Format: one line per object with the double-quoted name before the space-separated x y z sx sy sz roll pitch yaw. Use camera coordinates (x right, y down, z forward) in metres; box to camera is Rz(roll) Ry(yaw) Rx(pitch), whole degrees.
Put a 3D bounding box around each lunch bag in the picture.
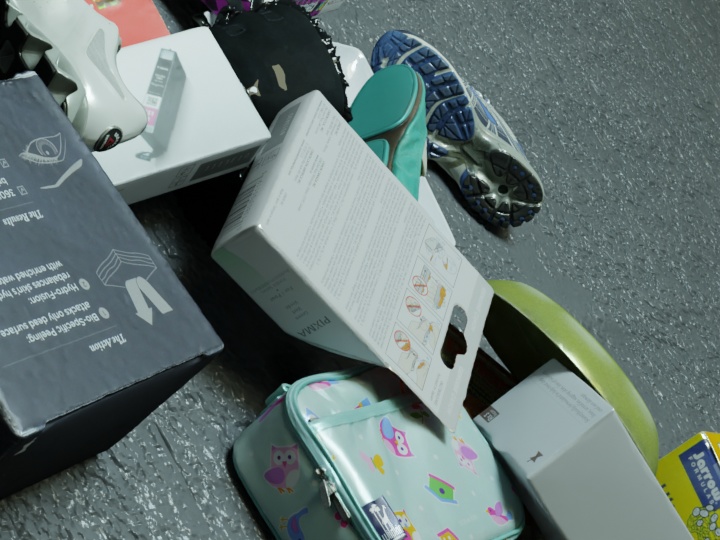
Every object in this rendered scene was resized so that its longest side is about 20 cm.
"lunch bag" 0.014 0.135 1.341 0.161 0.077 0.200 59 28 12

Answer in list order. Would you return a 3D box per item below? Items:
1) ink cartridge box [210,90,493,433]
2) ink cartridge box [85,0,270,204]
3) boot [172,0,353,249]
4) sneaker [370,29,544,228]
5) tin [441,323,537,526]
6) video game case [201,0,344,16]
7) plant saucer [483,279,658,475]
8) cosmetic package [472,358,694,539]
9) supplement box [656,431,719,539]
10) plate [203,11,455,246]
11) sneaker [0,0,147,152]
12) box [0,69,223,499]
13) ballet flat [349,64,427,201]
"ink cartridge box" 0.000 0.000 1.380 0.200 0.050 0.161 49 35 -21
"ink cartridge box" -0.180 -0.123 1.323 0.199 0.044 0.174 -21 74 -37
"boot" -0.071 -0.107 1.464 0.162 0.073 0.199 -17 66 -43
"sneaker" 0.078 -0.126 1.755 0.200 0.077 0.085 51 18 -17
"tin" 0.086 0.109 1.520 0.200 0.042 0.112 40 35 -21
"video game case" -0.115 -0.274 1.636 0.200 0.036 0.181 45 27 7
"plant saucer" 0.154 0.077 1.517 0.200 0.031 0.200 47 -9 10
"cosmetic package" 0.170 0.172 1.435 0.201 0.081 0.113 58 -6 -25
"supplement box" 0.303 0.206 1.646 0.199 0.109 0.109 12 47 -51
"plate" -0.029 -0.100 1.596 0.199 0.032 0.201 7 51 -53
"sneaker" -0.197 -0.149 1.268 0.088 0.074 0.201 -4 57 -46
"box" -0.211 0.014 1.115 0.201 0.117 0.196 54 29 8
"ballet flat" 0.019 -0.080 1.561 0.201 0.067 0.071 -77 147 -55
